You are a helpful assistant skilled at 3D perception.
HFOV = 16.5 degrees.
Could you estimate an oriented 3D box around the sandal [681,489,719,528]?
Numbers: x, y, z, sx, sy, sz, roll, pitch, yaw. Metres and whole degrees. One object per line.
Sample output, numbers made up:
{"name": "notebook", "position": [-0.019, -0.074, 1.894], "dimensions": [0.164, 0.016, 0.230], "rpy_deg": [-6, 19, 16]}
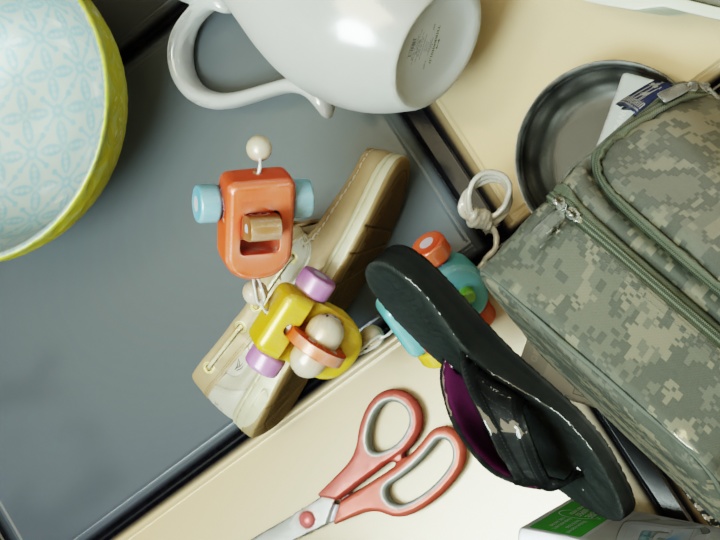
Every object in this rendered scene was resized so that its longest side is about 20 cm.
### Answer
{"name": "sandal", "position": [0.198, 0.091, 1.436], "dimensions": [0.075, 0.048, 0.200], "rpy_deg": [-46, 73, 14]}

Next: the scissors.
{"name": "scissors", "position": [-0.019, 0.154, 1.541], "dimensions": [0.200, 0.014, 0.073], "rpy_deg": [-44, 76, 14]}

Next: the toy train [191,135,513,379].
{"name": "toy train", "position": [0.000, 0.000, 1.446], "dimensions": [0.200, 0.056, 0.151], "rpy_deg": [0, 115, -19]}

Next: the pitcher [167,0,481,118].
{"name": "pitcher", "position": [-0.033, -0.153, 1.512], "dimensions": [0.200, 0.121, 0.172], "rpy_deg": [31, 121, 30]}

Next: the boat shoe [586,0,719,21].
{"name": "boat shoe", "position": [0.217, -0.170, 1.422], "dimensions": [0.201, 0.072, 0.060], "rpy_deg": [13, 98, 26]}

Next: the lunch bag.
{"name": "lunch bag", "position": [0.187, 0.011, 1.321], "dimensions": [0.168, 0.139, 0.200], "rpy_deg": [-45, 60, -4]}

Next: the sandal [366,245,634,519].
{"name": "sandal", "position": [0.070, 0.074, 1.393], "dimensions": [0.200, 0.075, 0.048], "rpy_deg": [45, 69, 4]}

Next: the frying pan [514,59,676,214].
{"name": "frying pan", "position": [0.152, -0.029, 1.460], "dimensions": [0.115, 0.031, 0.190], "rpy_deg": [-7, 85, 13]}

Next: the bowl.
{"name": "bowl", "position": [-0.223, -0.102, 1.581], "dimensions": [0.200, 0.108, 0.201], "rpy_deg": [-1, 88, 23]}

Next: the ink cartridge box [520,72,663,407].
{"name": "ink cartridge box", "position": [0.200, 0.002, 1.414], "dimensions": [0.173, 0.044, 0.200], "rpy_deg": [17, 83, 30]}

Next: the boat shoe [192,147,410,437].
{"name": "boat shoe", "position": [-0.041, 0.004, 1.522], "dimensions": [0.069, 0.074, 0.200], "rpy_deg": [33, 101, 14]}

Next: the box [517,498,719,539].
{"name": "box", "position": [0.176, 0.248, 1.407], "dimensions": [0.176, 0.097, 0.200], "rpy_deg": [10, 100, 23]}
